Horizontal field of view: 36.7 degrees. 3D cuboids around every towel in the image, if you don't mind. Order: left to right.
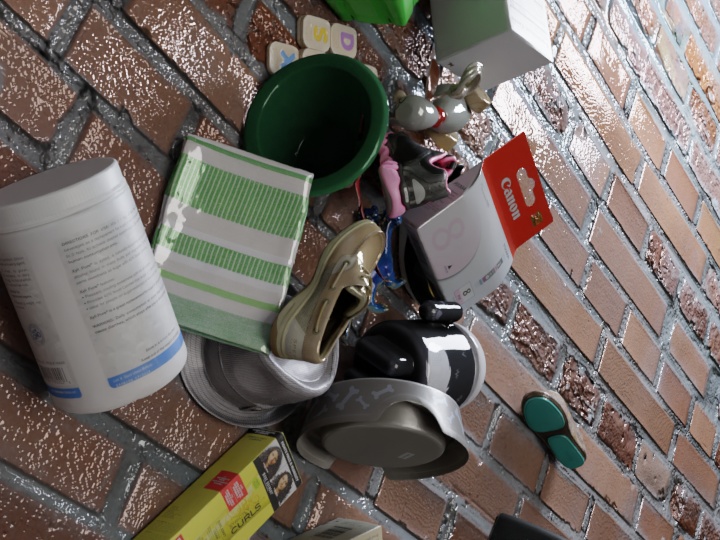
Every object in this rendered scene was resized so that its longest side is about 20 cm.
[{"bbox_3d":[-0.140,-0.030,1.116,0.152,0.023,0.201,17,74,-8],"label":"towel"}]

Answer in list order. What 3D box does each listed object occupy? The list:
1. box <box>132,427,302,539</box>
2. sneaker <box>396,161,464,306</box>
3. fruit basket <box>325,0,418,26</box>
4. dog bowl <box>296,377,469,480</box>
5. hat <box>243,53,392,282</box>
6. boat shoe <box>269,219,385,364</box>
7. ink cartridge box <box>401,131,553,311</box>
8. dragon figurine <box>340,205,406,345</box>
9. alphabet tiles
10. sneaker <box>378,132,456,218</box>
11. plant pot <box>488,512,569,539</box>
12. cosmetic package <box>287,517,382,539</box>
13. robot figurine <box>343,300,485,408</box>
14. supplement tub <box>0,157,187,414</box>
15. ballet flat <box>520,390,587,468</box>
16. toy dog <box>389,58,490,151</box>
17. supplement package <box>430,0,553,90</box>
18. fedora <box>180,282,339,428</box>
[{"bbox_3d":[-0.148,0.254,1.147,0.200,0.050,0.076,-39,120,-43],"label":"box"},{"bbox_3d":[0.102,-0.049,1.418,0.070,0.090,0.201,-6,94,-50],"label":"sneaker"},{"bbox_3d":[0.010,-0.421,1.282,0.216,0.155,0.217,-37,133,-55],"label":"fruit basket"},{"bbox_3d":[0.027,0.184,1.255,0.200,0.199,0.059,36,49,-44],"label":"dog bowl"},{"bbox_3d":[-0.033,-0.121,1.258,0.176,0.165,0.201,55,49,-65],"label":"hat"},{"bbox_3d":[-0.018,0.023,1.142,0.200,0.065,0.072,-52,143,-38],"label":"boat shoe"},{"bbox_3d":[0.162,-0.057,1.384,0.200,0.057,0.163,-32,129,-7],"label":"ink cartridge box"},{"bbox_3d":[0.000,0.000,1.320,0.200,0.059,0.100,-50,126,-39],"label":"dragon figurine"},{"bbox_3d":[-0.041,-0.201,1.307,0.195,0.015,0.201,3,87,-50],"label":"alphabet tiles"},{"bbox_3d":[0.071,-0.125,1.331,0.200,0.095,0.079,-90,165,-65],"label":"sneaker"},{"bbox_3d":[0.283,0.496,1.567,0.200,0.177,0.200,54,51,-36],"label":"plant pot"},{"bbox_3d":[-0.025,0.406,1.278,0.103,0.073,0.201,-11,97,-50],"label":"cosmetic package"},{"bbox_3d":[0.069,0.121,1.357,0.200,0.150,0.125,2,64,-49],"label":"robot figurine"},{"bbox_3d":[-0.245,0.013,0.970,0.132,0.132,0.201,-34,116,-45],"label":"supplement tub"},{"bbox_3d":[0.299,0.230,1.687,0.067,0.068,0.200,-80,149,-43],"label":"ballet flat"},{"bbox_3d":[0.089,-0.222,1.397,0.132,0.096,0.200,-43,165,2],"label":"toy dog"},{"bbox_3d":[0.170,-0.365,1.448,0.117,0.117,0.201,19,61,-49],"label":"supplement package"},{"bbox_3d":[-0.094,0.085,1.181,0.200,0.090,0.178,31,66,-46],"label":"fedora"}]
